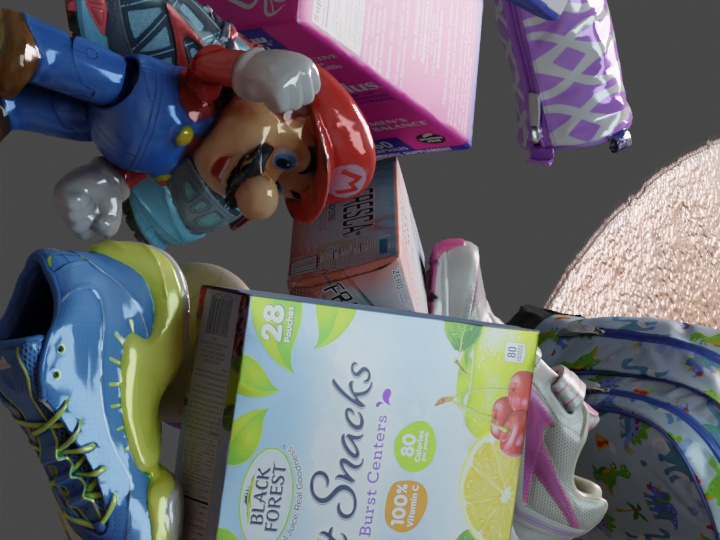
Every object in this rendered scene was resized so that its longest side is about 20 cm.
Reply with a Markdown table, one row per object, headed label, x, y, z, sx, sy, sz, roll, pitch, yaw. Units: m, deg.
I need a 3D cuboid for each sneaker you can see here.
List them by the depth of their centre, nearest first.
| label | x | y | z | sx | sy | sz | roll | pitch | yaw |
| --- | --- | --- | --- | --- | --- | --- | --- | --- | --- |
| sneaker | -0.143 | 0.080 | 1.401 | 0.105 | 0.076 | 0.200 | 13 | 73 | -40 |
| sneaker | -0.095 | -0.113 | 1.462 | 0.079 | 0.095 | 0.200 | -110 | -175 | -66 |
| sneaker | 0.088 | 0.073 | 1.654 | 0.081 | 0.088 | 0.200 | -100 | 174 | -76 |

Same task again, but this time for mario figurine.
| label | x | y | z | sx | sy | sz | roll | pitch | yaw |
| --- | --- | --- | --- | --- | --- | --- | --- | --- | --- |
| mario figurine | -0.088 | -0.061 | 1.376 | 0.200 | 0.123 | 0.106 | 10 | 89 | -15 |

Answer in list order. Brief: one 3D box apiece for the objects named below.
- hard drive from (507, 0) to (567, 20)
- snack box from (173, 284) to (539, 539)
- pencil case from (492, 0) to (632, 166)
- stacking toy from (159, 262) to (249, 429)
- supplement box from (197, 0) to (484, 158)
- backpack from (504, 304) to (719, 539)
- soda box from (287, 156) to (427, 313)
| label | x | y | z | sx | sy | sz | roll | pitch | yaw |
| --- | --- | --- | --- | --- | --- | --- | --- | --- | --- |
| hard drive | 0.027 | -0.210 | 1.686 | 0.200 | 0.132 | 0.025 | 26 | 95 | -57 |
| snack box | -0.009 | 0.116 | 1.439 | 0.168 | 0.068 | 0.200 | 9 | 89 | -27 |
| pencil case | 0.118 | -0.171 | 1.890 | 0.085 | 0.084 | 0.200 | -26 | 107 | -35 |
| stacking toy | -0.055 | 0.068 | 1.546 | 0.200 | 0.085 | 0.086 | 42 | 49 | -58 |
| supplement box | -0.022 | -0.141 | 1.606 | 0.200 | 0.101 | 0.104 | 33 | 57 | -53 |
| backpack | 0.187 | 0.106 | 1.833 | 0.154 | 0.200 | 0.163 | -48 | 126 | -52 |
| soda box | 0.000 | 0.000 | 1.579 | 0.200 | 0.063 | 0.069 | -88 | 163 | -72 |
